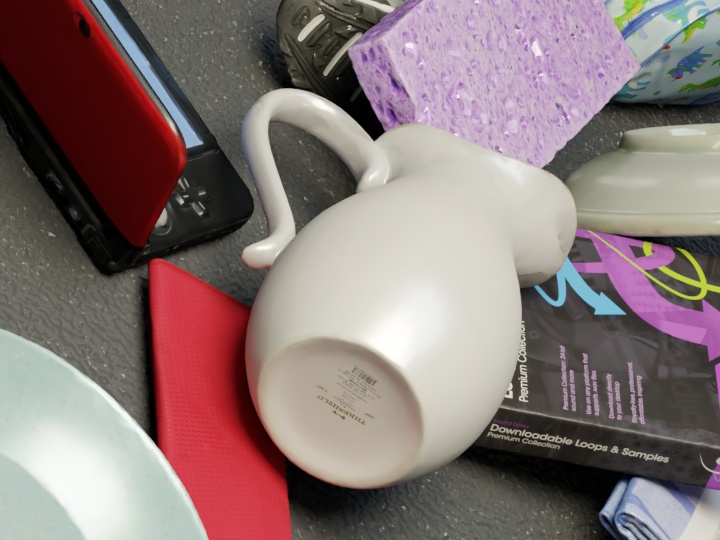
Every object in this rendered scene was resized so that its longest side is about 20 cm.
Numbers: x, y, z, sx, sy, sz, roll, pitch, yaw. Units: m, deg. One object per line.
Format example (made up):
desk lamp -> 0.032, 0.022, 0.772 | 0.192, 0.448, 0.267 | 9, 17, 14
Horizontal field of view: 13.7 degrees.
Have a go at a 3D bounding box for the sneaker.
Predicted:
sneaker -> 0.024, -0.109, 1.601 | 0.200, 0.074, 0.080 | 23, 31, -44

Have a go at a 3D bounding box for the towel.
towel -> 0.210, 0.158, 1.513 | 0.200, 0.024, 0.147 | 46, 32, -4

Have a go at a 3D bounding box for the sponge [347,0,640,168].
sponge -> 0.072, -0.109, 1.557 | 0.112, 0.030, 0.200 | 61, 39, -13

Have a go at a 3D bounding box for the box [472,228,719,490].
box -> 0.109, 0.036, 1.504 | 0.199, 0.036, 0.144 | 10, 43, -10

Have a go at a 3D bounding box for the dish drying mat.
dish drying mat -> -0.063, 0.085, 1.335 | 0.077, 0.018, 0.201 | 29, 36, -33

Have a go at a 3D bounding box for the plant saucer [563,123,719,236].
plant saucer -> 0.195, -0.052, 1.625 | 0.200, 0.199, 0.051 | -9, 99, -53

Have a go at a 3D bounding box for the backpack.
backpack -> 0.203, -0.171, 1.795 | 0.199, 0.163, 0.155 | 14, 60, -33

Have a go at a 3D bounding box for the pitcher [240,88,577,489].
pitcher -> 0.000, 0.000, 1.388 | 0.171, 0.122, 0.200 | 29, 36, 2

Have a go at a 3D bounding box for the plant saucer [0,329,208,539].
plant saucer -> -0.143, 0.112, 1.192 | 0.200, 0.039, 0.202 | 30, 36, -25

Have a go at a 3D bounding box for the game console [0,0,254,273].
game console -> -0.119, -0.115, 1.381 | 0.201, 0.119, 0.172 | 55, 33, 10
